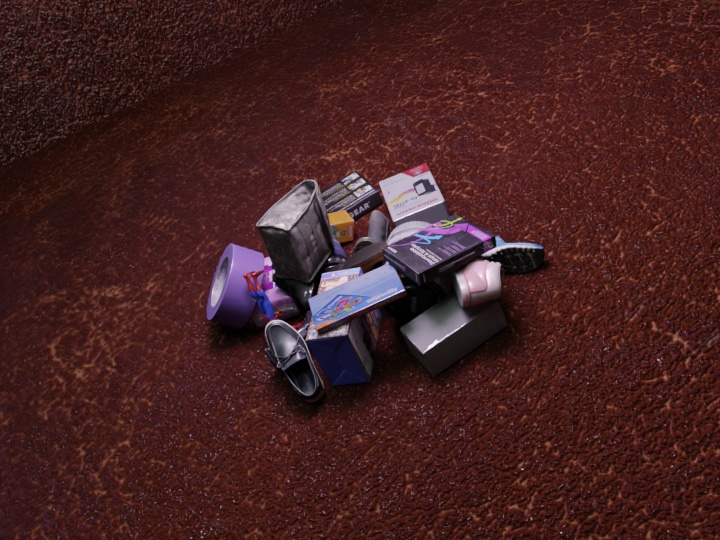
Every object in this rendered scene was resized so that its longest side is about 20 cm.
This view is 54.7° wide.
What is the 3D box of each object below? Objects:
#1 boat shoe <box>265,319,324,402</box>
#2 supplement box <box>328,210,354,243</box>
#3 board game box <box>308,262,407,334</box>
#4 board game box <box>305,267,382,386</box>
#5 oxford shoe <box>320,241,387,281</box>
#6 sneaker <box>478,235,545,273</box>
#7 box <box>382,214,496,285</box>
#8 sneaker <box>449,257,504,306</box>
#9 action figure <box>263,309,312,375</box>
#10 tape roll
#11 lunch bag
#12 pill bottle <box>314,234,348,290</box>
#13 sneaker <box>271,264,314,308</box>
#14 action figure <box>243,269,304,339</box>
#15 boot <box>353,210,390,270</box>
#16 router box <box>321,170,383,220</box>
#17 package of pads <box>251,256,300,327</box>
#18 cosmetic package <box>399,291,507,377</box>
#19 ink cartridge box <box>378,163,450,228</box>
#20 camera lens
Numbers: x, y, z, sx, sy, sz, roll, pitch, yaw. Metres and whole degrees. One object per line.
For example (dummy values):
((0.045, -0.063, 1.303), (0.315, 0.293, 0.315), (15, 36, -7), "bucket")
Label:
((-0.144, 0.193, 1.512), (0.074, 0.062, 0.201), (-31, 78, -1), "boat shoe")
((-0.116, -0.103, 1.861), (0.198, 0.067, 0.069), (-15, 35, -22), "supplement box")
((-0.008, 0.056, 1.455), (0.199, 0.020, 0.103), (-24, 37, 2), "board game box")
((-0.032, 0.124, 1.535), (0.096, 0.160, 0.201), (-9, 41, 19), "board game box")
((0.000, 0.000, 1.598), (0.199, 0.071, 0.071), (-33, 17, 34), "oxford shoe")
((0.326, -0.050, 1.603), (0.198, 0.079, 0.090), (1, 42, 30), "sneaker")
((0.164, -0.048, 1.468), (0.199, 0.036, 0.143), (-27, 34, -20), "box")
((0.243, 0.004, 1.465), (0.104, 0.076, 0.201), (-11, 30, 1), "sneaker")
((-0.132, 0.145, 1.609), (0.069, 0.130, 0.200), (44, 75, 6), "action figure")
((-0.317, 0.040, 1.759), (0.200, 0.084, 0.201), (-49, 32, 45), "tape roll")
((-0.134, -0.098, 1.655), (0.117, 0.165, 0.200), (9, 45, 28), "lunch bag")
((-0.084, -0.011, 1.756), (0.111, 0.112, 0.200), (-27, 38, -2), "pill bottle")
((-0.166, 0.029, 1.695), (0.090, 0.077, 0.200), (-6, 33, -18), "sneaker")
((-0.202, 0.091, 1.666), (0.098, 0.202, 0.065), (-22, 11, -36), "action figure")
((0.037, -0.075, 1.718), (0.072, 0.183, 0.201), (4, 49, 13), "boot")
((-0.056, -0.191, 1.991), (0.199, 0.051, 0.149), (-32, 41, -8), "router box")
((-0.220, 0.047, 1.794), (0.119, 0.076, 0.201), (-17, 39, 7), "package of pads")
((0.196, 0.121, 1.475), (0.199, 0.091, 0.107), (-34, 38, -6), "cosmetic package")
((0.144, -0.179, 1.843), (0.145, 0.083, 0.201), (-22, 38, 4), "ink cartridge box")
((0.125, 0.006, 1.581), (0.159, 0.161, 0.201), (-11, 41, 17), "camera lens")
